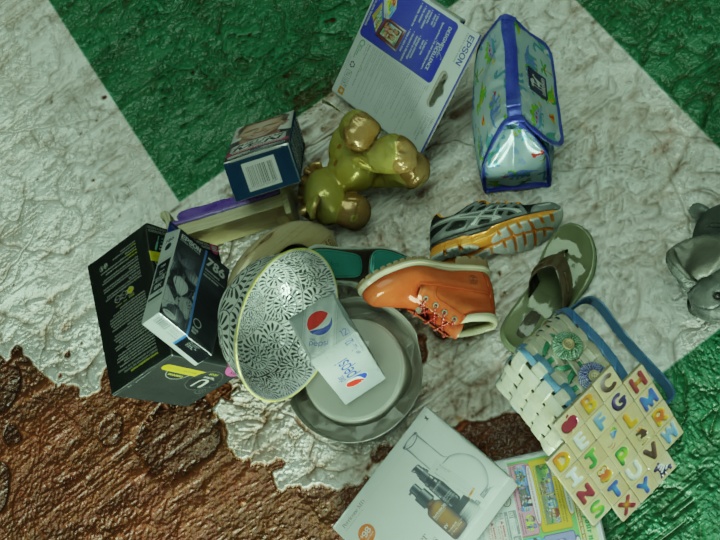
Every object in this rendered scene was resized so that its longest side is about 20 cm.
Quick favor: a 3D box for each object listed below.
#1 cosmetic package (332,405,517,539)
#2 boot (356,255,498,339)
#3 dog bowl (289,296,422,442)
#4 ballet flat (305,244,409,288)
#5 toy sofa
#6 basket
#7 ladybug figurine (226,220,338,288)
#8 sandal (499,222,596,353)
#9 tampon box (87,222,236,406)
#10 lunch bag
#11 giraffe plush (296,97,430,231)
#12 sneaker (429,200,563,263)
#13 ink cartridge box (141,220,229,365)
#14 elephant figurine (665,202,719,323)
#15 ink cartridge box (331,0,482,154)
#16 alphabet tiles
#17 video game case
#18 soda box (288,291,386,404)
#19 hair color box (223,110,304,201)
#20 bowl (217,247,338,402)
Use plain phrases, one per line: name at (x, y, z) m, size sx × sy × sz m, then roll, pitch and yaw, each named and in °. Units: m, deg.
cosmetic package at (0.082, 0.302, 1.364) m, size 0.150 × 0.052 × 0.201 m, roll 36°, pitch 85°, yaw 31°
boot at (0.094, 0.042, 1.433) m, size 0.196 × 0.075 × 0.109 m, roll -3°, pitch 62°, yaw -18°
dog bowl at (-0.005, 0.142, 1.458) m, size 0.196 × 0.059 × 0.204 m, roll -4°, pitch 68°, yaw 10°
ballet flat at (0.000, 0.000, 1.494) m, size 0.196 × 0.069 × 0.071 m, roll 9°, pitch 65°, yaw -24°
toy sofa at (-0.190, -0.084, 1.576) m, size 0.196 × 0.083 × 0.099 m, roll -17°, pitch 66°, yaw 5°
basket at (0.290, 0.135, 1.363) m, size 0.198 × 0.140 × 0.177 m, roll -23°, pitch 62°, yaw -36°
ladybug figurine at (-0.114, 0.008, 1.508) m, size 0.199 × 0.137 × 0.072 m, roll -38°, pitch 23°, yaw -22°
sandal at (0.260, 0.025, 1.448) m, size 0.079 × 0.057 × 0.203 m, roll 27°, pitch 76°, yaw 20°
tampon box at (-0.268, 0.065, 1.477) m, size 0.125 × 0.149 × 0.203 m, roll -31°, pitch 62°, yaw 27°
lunch bag at (0.213, -0.230, 1.482) m, size 0.125 × 0.201 × 0.173 m, roll -7°, pitch 66°, yaw 10°
giraffe plush at (-0.017, -0.132, 1.526) m, size 0.198 × 0.172 × 0.164 m, roll 30°, pitch 87°, yaw 26°
sneaker at (0.186, -0.066, 1.493) m, size 0.196 × 0.079 × 0.078 m, roll -14°, pitch 57°, yaw 5°
ink cartridge box at (-0.227, 0.019, 1.414) m, size 0.039 × 0.099 × 0.202 m, roll -31°, pitch 35°, yaw 27°
elephant figurine at (0.459, 0.007, 1.365) m, size 0.141 × 0.155 × 0.200 m, roll 43°, pitch 72°, yaw 1°
ink cartridge box at (0.071, -0.302, 1.567) m, size 0.199 × 0.047 × 0.200 m, roll 39°, pitch 115°, yaw 25°
alphabet tiles at (0.313, 0.214, 1.298) m, size 0.166 × 0.201 × 0.006 m, roll -42°, pitch 30°, yaw -7°
video game case at (0.218, 0.336, 1.352) m, size 0.178 × 0.022 × 0.204 m, roll -13°, pitch 65°, yaw 7°
soda box at (-0.026, 0.101, 1.337) m, size 0.068 × 0.200 × 0.064 m, roll -32°, pitch 65°, yaw -1°
hair color box at (-0.137, -0.170, 1.544) m, size 0.098 × 0.201 × 0.062 m, roll -16°, pitch 110°, yaw 5°
bowl at (-0.125, 0.060, 1.393) m, size 0.093 × 0.201 × 0.203 m, roll 16°, pitch 71°, yaw 35°
